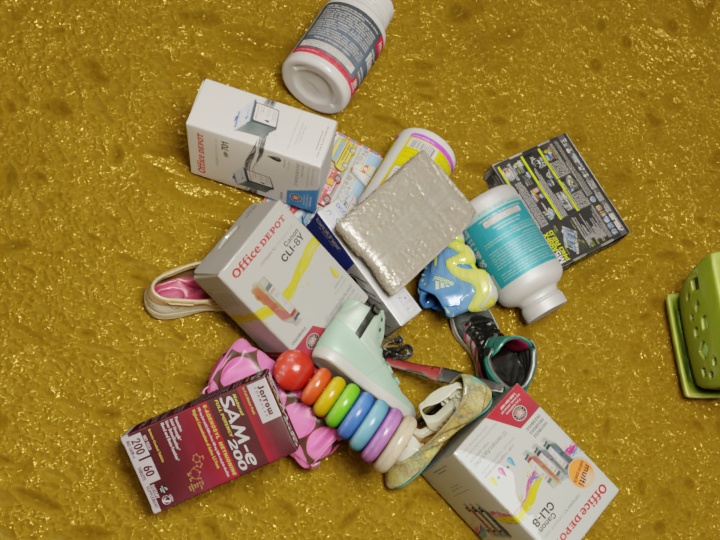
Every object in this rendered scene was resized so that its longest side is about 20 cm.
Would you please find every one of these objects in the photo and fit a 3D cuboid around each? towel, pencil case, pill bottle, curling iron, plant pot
[{"bbox_3d":[0.067,-0.071,1.341,0.200,0.034,0.133,-41,92,-28],"label":"towel"},{"bbox_3d":[-0.115,0.185,1.272,0.200,0.091,0.094,36,58,-1],"label":"pencil case"},{"bbox_3d":[0.060,-0.113,1.428,0.104,0.104,0.200,32,65,-1],"label":"pill bottle"},{"bbox_3d":[0.110,0.136,1.329,0.199,0.026,0.050,18,79,30],"label":"curling iron"},{"bbox_3d":[0.233,-0.021,1.433,0.110,0.111,0.201,-24,76,-22],"label":"pill bottle"},{"bbox_3d":[-0.028,-0.359,1.494,0.119,0.120,0.201,31,65,-1],"label":"pill bottle"},{"bbox_3d":[0.589,0.095,1.443,0.199,0.182,0.200,1,68,-14],"label":"plant pot"}]

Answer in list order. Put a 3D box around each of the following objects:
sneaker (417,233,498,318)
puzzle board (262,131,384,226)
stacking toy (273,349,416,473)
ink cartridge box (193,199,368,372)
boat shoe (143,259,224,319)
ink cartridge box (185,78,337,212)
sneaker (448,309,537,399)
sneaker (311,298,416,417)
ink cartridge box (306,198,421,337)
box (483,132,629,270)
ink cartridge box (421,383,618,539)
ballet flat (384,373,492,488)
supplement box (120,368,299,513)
[{"bbox_3d":[0.116,-0.008,1.399,0.105,0.076,0.200,-26,47,-7],"label":"sneaker"},{"bbox_3d":[-0.053,-0.128,1.452,0.150,0.017,0.201,27,65,-3],"label":"puzzle board"},{"bbox_3d":[-0.029,0.175,1.225,0.200,0.085,0.086,34,64,2],"label":"stacking toy"},{"bbox_3d":[-0.108,0.023,1.297,0.200,0.083,0.145,48,63,-23],"label":"ink cartridge box"},{"bbox_3d":[-0.204,0.018,1.324,0.199,0.069,0.074,-17,74,-20],"label":"boat shoe"},{"bbox_3d":[-0.143,-0.178,1.363,0.199,0.147,0.086,17,66,1],"label":"ink cartridge box"},{"bbox_3d":[0.192,0.103,1.367,0.083,0.121,0.201,-15,73,-20],"label":"sneaker"},{"bbox_3d":[0.029,0.123,1.302,0.200,0.074,0.119,44,62,-33],"label":"sneaker"},{"bbox_3d":[0.000,0.000,1.363,0.044,0.094,0.200,-35,87,-23],"label":"ink cartridge box"},{"bbox_3d":[0.317,-0.107,1.527,0.160,0.044,0.201,-26,77,-22],"label":"box"},{"bbox_3d":[0.215,0.288,1.286,0.200,0.145,0.145,46,63,5],"label":"ink cartridge box"},{"bbox_3d":[0.090,0.213,1.281,0.200,0.071,0.071,-44,83,11],"label":"ballet flat"},{"bbox_3d":[-0.189,0.216,1.204,0.199,0.061,0.109,-24,93,-1],"label":"supplement box"}]
